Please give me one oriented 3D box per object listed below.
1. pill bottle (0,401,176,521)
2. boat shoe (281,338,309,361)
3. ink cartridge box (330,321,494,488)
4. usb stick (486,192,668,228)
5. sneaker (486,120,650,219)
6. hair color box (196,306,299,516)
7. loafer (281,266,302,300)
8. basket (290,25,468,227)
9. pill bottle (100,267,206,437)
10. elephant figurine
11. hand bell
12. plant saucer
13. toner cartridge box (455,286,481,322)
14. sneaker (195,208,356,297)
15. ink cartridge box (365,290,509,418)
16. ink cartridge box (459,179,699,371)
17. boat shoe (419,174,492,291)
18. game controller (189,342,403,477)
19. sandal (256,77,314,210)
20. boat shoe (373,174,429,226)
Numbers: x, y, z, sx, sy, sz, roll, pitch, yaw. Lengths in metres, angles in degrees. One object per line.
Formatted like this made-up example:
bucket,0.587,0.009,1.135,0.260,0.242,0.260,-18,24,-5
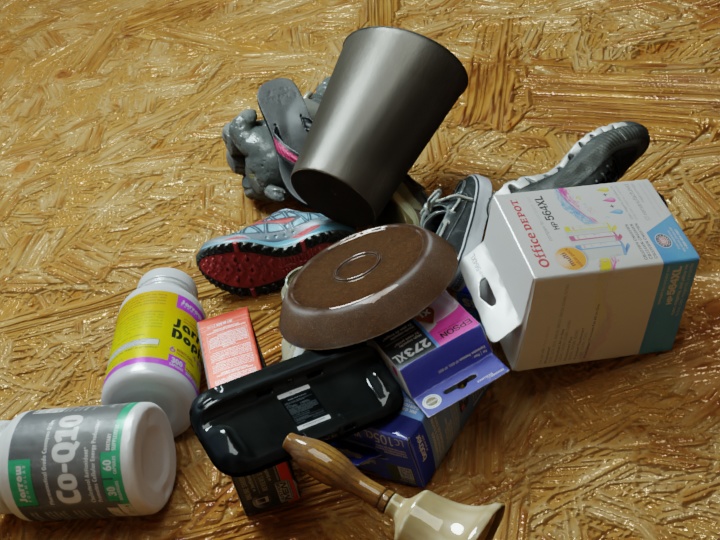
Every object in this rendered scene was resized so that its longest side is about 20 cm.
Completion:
pill bottle,-0.298,0.197,1.288,0.197,0.114,0.114,-7,38,16
boat shoe,-0.047,0.094,1.357,0.068,0.075,0.201,-24,35,42
ink cartridge box,0.034,0.131,1.266,0.135,0.077,0.201,11,47,33
usb stick,0.236,-0.054,1.380,0.197,0.033,0.056,-5,46,13
sneaker,0.238,-0.086,1.342,0.198,0.067,0.091,-30,43,-10
hair color box,-0.117,0.141,1.294,0.060,0.102,0.201,-17,38,-2
loafer,0.000,0.000,1.449,0.197,0.069,0.076,-9,38,12
basket,0.011,-0.164,1.479,0.179,0.136,0.202,7,61,40
pill bottle,-0.225,0.086,1.404,0.103,0.105,0.201,-12,38,8
elephant figurine,-0.070,-0.176,1.651,0.198,0.157,0.141,-24,-6,-19
hand bell,0.017,0.199,1.107,0.199,0.105,0.104,30,54,18
plant saucer,0.001,0.008,1.282,0.198,0.035,0.201,-21,26,11
toner cartridge box,0.194,-0.015,1.409,0.094,0.044,0.200,11,46,33
sneaker,-0.100,-0.028,1.533,0.197,0.080,0.096,-7,31,-1
ink cartridge box,0.057,0.061,1.254,0.094,0.037,0.200,-28,39,-12
ink cartridge box,0.209,0.004,1.256,0.197,0.126,0.129,-7,43,-14
boat shoe,0.099,-0.054,1.410,0.067,0.074,0.200,25,40,-5
game controller,-0.059,0.128,1.192,0.198,0.042,0.105,-19,54,-22
sandal,-0.076,-0.159,1.550,0.074,0.045,0.202,-22,69,-13
boat shoe,0.051,-0.081,1.538,0.065,0.073,0.201,0,26,-17
